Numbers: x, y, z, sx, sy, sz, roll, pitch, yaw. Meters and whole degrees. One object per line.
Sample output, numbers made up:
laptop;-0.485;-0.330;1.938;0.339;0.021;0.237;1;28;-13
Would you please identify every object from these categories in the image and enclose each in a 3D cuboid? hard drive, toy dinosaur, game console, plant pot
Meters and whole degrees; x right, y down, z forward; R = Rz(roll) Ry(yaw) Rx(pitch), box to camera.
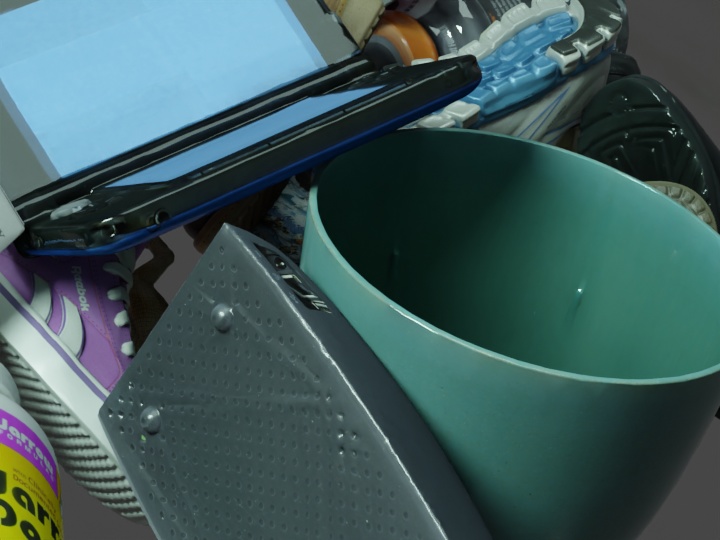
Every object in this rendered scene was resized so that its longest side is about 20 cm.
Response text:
hard drive;-0.021;0.094;0.755;0.042;0.135;0.200;-6;52;-46
toy dinosaur;-0.109;0.031;0.960;0.199;0.058;0.101;-12;49;-18
game console;-0.077;-0.095;0.858;0.199;0.119;0.170;-26;11;-24
plant pot;0.057;0.056;0.850;0.199;0.162;0.201;12;29;-7

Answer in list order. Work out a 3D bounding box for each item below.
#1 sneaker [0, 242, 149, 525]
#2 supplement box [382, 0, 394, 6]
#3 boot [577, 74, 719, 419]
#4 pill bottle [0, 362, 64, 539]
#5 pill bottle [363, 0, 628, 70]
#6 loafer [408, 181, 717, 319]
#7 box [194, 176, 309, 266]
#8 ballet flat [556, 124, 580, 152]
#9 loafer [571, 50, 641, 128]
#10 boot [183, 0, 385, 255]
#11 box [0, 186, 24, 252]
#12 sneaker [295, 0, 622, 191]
sneaker;-0.120;0.015;0.884;0.114;0.073;0.201;-31;71;-25
supplement box;-0.029;-0.212;1.206;0.103;0.200;0.101;38;60;-17
boot;0.215;-0.031;1.068;0.168;0.076;0.201;-28;93;-47
pill bottle;-0.166;0.111;0.741;0.104;0.105;0.200;3;31;-14
pill bottle;0.078;-0.148;1.263;0.199;0.107;0.106;-19;42;-42
loafer;0.080;0.000;0.978;0.199;0.068;0.076;0;64;4
box;0.000;0.000;1.051;0.136;0.040;0.200;-6;35;-27
ballet flat;0.131;-0.044;1.140;0.067;0.073;0.200;5;31;-12
loafer;0.075;-0.078;1.094;0.200;0.068;0.071;-15;71;-20
boot;-0.095;-0.117;1.031;0.166;0.072;0.201;29;60;-1
box;-0.257;0.020;0.813;0.144;0.036;0.200;14;49;43
sneaker;0.057;-0.071;1.010;0.199;0.087;0.075;-24;40;-21
